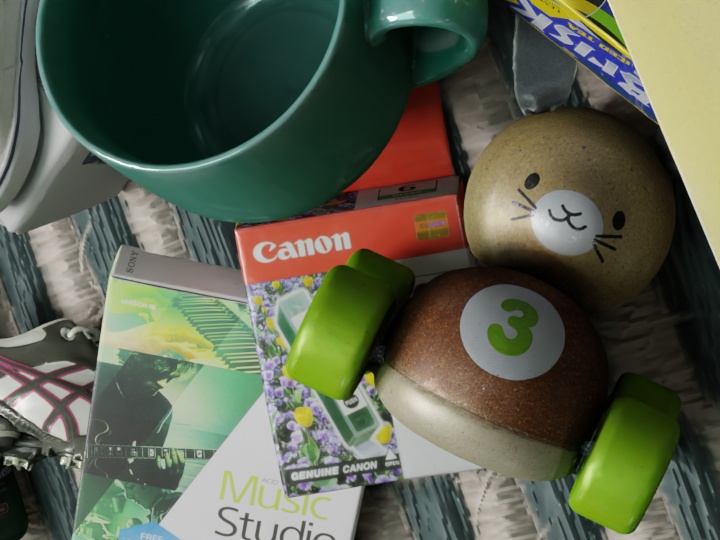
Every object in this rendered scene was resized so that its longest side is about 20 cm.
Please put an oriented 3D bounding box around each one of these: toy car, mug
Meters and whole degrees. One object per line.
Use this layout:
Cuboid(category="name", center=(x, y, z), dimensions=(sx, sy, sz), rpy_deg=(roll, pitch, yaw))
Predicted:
Cuboid(category="toy car", center=(0.086, -0.015, 1.212), dimensions=(0.164, 0.158, 0.200), rpy_deg=(25, 98, 4))
Cuboid(category="mug", center=(-0.040, -0.091, 1.242), dimensions=(0.185, 0.114, 0.152), rpy_deg=(32, 89, 28))

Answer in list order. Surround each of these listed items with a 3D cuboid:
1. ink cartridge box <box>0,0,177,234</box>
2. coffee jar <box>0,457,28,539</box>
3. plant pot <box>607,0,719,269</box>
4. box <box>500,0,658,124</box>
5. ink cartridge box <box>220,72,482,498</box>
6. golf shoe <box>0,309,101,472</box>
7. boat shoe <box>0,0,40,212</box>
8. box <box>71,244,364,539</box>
Cuboid(category="ink cartridge box", center=(-0.152, -0.137, 1.420), dimensions=(0.145, 0.087, 0.200), rpy_deg=(53, 133, 15))
Cuboid(category="coffee jar", center=(-0.263, 0.073, 1.597), dimensions=(0.085, 0.104, 0.200), rpy_deg=(-4, 104, 41))
Cuboid(category="plant pot", center=(0.232, -0.080, 1.017), dimensions=(0.176, 0.200, 0.200), rpy_deg=(-23, 90, 33))
Cuboid(category="box", center=(0.092, -0.135, 1.170), dimensions=(0.200, 0.064, 0.070), rpy_deg=(41, 174, 16))
Cuboid(category="ink cartridge box", center=(0.000, 0.000, 1.318), dimensions=(0.109, 0.050, 0.200), rpy_deg=(-9, 104, 5))
Cuboid(category="golf shoe", center=(-0.146, 0.069, 1.503), dimensions=(0.200, 0.077, 0.088), rpy_deg=(9, 78, 23))
Cuboid(category="boat shoe", center=(-0.197, -0.108, 1.362), dimensions=(0.071, 0.070, 0.200), rpy_deg=(36, 127, 29))
Cuboid(category="box", center=(-0.067, 0.091, 1.413), dimensions=(0.144, 0.036, 0.200), rpy_deg=(10, 119, 0))
